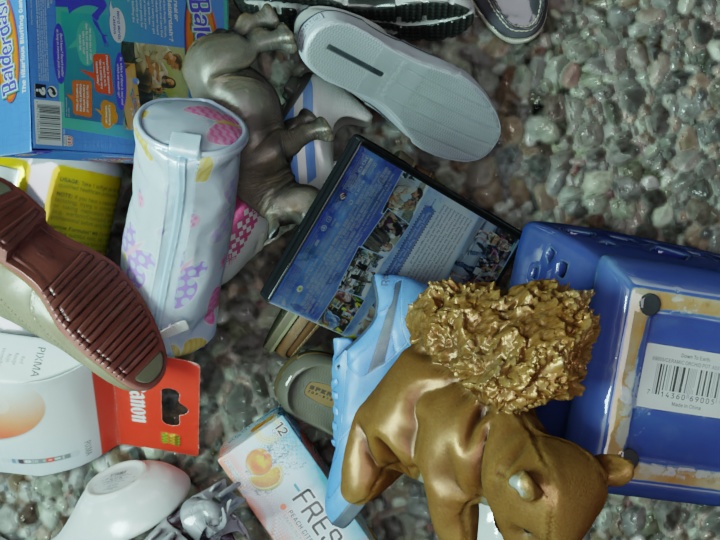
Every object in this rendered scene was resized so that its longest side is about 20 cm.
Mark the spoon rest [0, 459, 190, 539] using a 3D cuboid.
[{"bbox_3d":[-0.232,0.203,0.978,0.200,0.099,0.061,-13,110,13],"label":"spoon rest"}]

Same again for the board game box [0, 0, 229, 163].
[{"bbox_3d":[-0.181,-0.157,0.894,0.045,0.200,0.152,-2,90,39],"label":"board game box"}]

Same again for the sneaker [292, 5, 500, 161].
[{"bbox_3d":[0.032,-0.158,0.965,0.200,0.071,0.073,30,110,-31],"label":"sneaker"}]

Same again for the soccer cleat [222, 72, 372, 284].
[{"bbox_3d":[-0.060,-0.064,0.973,0.086,0.070,0.200,29,91,-3],"label":"soccer cleat"}]

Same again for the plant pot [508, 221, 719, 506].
[{"bbox_3d":[0.227,0.077,0.929,0.200,0.180,0.200,9,94,-11],"label":"plant pot"}]

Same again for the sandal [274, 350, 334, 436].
[{"bbox_3d":[0.027,0.120,0.984,0.200,0.055,0.082,23,97,-19],"label":"sandal"}]

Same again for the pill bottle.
[{"bbox_3d":[-0.253,-0.046,0.943,0.114,0.114,0.200,13,93,-3],"label":"pill bottle"}]

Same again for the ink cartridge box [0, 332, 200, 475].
[{"bbox_3d":[-0.229,0.116,0.936,0.200,0.162,0.050,10,54,-1],"label":"ink cartridge box"}]

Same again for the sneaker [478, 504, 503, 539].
[{"bbox_3d":[0.136,0.267,0.971,0.079,0.130,0.199,-1,93,-3],"label":"sneaker"}]

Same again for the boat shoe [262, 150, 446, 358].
[{"bbox_3d":[0.000,0.000,0.978,0.068,0.072,0.200,37,96,-10],"label":"boat shoe"}]

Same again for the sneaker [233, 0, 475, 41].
[{"bbox_3d":[-0.007,-0.236,0.975,0.200,0.074,0.080,2,71,-2],"label":"sneaker"}]

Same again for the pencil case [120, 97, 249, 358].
[{"bbox_3d":[-0.138,-0.029,0.887,0.083,0.091,0.200,20,124,7],"label":"pencil case"}]

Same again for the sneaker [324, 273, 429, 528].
[{"bbox_3d":[0.002,0.099,0.927,0.078,0.066,0.200,22,93,-2],"label":"sneaker"}]

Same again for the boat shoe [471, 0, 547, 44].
[{"bbox_3d":[0.113,-0.286,0.972,0.073,0.063,0.200,-12,94,-2],"label":"boat shoe"}]

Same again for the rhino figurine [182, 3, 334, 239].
[{"bbox_3d":[-0.069,-0.098,0.913,0.087,0.060,0.200,-23,96,-11],"label":"rhino figurine"}]

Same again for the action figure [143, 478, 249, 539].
[{"bbox_3d":[-0.149,0.238,0.941,0.069,0.130,0.200,51,128,18],"label":"action figure"}]

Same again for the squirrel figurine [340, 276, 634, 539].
[{"bbox_3d":[0.096,0.102,0.817,0.141,0.187,0.200,4,100,-27],"label":"squirrel figurine"}]

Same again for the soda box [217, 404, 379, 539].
[{"bbox_3d":[-0.036,0.212,0.993,0.068,0.064,0.200,-34,95,-1],"label":"soda box"}]

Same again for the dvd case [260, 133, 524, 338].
[{"bbox_3d":[0.032,-0.006,0.946,0.200,0.018,0.143,27,96,-38],"label":"dvd case"}]

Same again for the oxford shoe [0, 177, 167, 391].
[{"bbox_3d":[-0.224,0.018,0.866,0.200,0.070,0.075,47,132,-3],"label":"oxford shoe"}]
